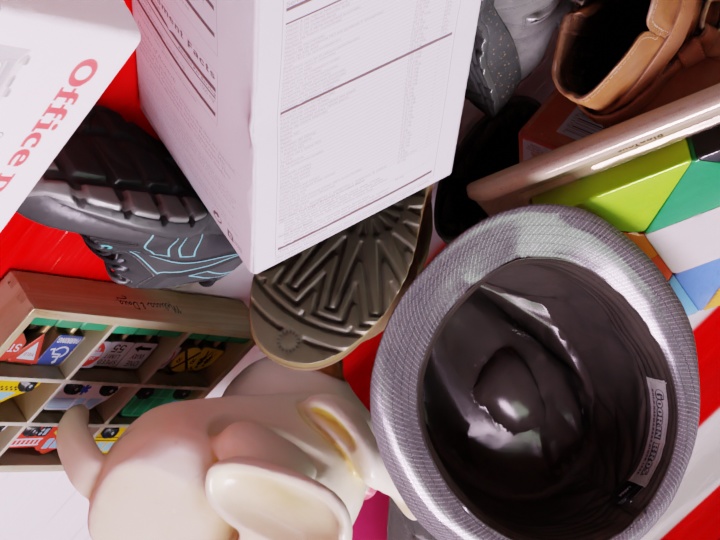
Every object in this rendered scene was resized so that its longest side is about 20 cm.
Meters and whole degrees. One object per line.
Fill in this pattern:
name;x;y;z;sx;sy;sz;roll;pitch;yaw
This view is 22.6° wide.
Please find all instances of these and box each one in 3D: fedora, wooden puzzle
fedora;0.080;0.058;0.930;0.200;0.090;0.177;43;82;-22
wooden puzzle;0.176;-0.025;0.940;0.184;0.038;0.200;-21;146;21

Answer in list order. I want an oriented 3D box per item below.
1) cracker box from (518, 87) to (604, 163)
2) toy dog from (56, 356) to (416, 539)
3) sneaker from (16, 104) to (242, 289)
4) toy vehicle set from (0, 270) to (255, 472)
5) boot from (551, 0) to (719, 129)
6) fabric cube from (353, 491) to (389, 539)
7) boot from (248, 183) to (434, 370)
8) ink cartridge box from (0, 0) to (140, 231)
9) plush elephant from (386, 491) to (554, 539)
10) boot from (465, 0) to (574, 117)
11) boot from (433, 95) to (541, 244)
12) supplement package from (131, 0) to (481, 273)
cracker box;0.153;-0.043;1.070;0.134;0.057;0.201;-49;151;-30
toy dog;-0.058;0.119;0.998;0.200;0.192;0.141;-39;145;-63
sneaker;-0.102;-0.023;0.848;0.079;0.076;0.199;-45;154;23
toy vehicle set;-0.153;0.060;0.982;0.124;0.027;0.199;-47;154;20
boot;0.167;-0.159;0.910;0.155;0.076;0.201;12;107;-56
fabric cube;0.022;0.228;1.236;0.199;0.201;0.196;-22;161;20
boot;0.000;0.000;0.931;0.176;0.066;0.200;-60;173;-19
ink cartridge box;-0.196;-0.071;0.631;0.147;0.083;0.199;-49;152;24
plush elephant;0.103;0.127;1.058;0.154;0.164;0.202;-13;104;-27
boot;0.082;-0.172;0.867;0.131;0.068;0.200;-45;157;-12
boot;0.089;0.004;1.115;0.183;0.072;0.200;-67;162;-5
supplement package;-0.024;-0.113;0.750;0.113;0.110;0.201;-27;154;-19
